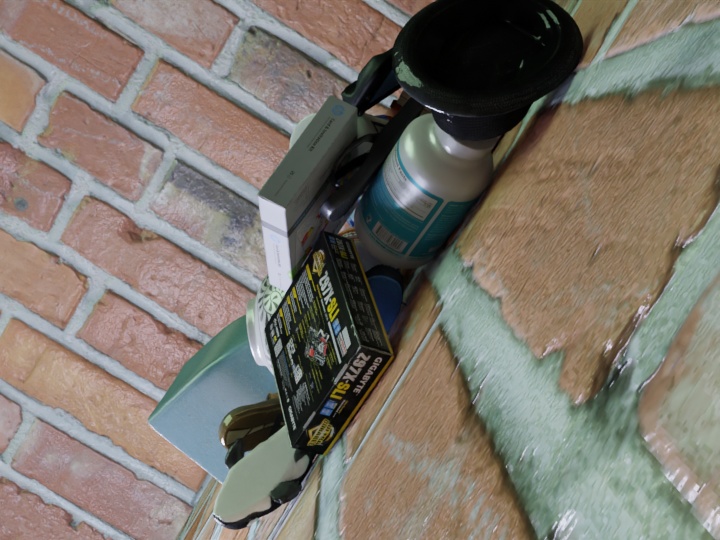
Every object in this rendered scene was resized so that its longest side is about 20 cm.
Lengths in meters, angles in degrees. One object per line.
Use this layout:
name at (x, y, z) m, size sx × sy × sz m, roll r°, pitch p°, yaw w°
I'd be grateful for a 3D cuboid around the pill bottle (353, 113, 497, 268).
pill bottle at (0.077, -0.098, 1.288) m, size 0.200 × 0.110 × 0.111 m, roll -54°, pitch 6°, yaw 47°

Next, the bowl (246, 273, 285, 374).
bowl at (-0.095, 0.074, 1.518) m, size 0.201 × 0.094 × 0.202 m, roll -9°, pitch -90°, yaw -85°

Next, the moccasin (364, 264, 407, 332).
moccasin at (-0.004, 0.052, 1.389) m, size 0.200 × 0.080 × 0.068 m, roll -55°, pitch 9°, yaw 44°

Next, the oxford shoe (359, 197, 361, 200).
oxford shoe at (0.014, -0.041, 1.727) m, size 0.075 × 0.058 × 0.201 m, roll -12°, pitch -60°, yaw -51°

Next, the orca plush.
orca plush at (-0.097, 0.228, 1.356) m, size 0.071 × 0.105 × 0.201 m, roll 75°, pitch -147°, yaw -49°

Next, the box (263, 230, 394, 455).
box at (-0.041, 0.079, 1.293) m, size 0.160 × 0.049 × 0.201 m, roll -56°, pitch 32°, yaw 27°

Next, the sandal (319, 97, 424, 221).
sandal at (0.004, -0.129, 1.321) m, size 0.200 × 0.043 × 0.076 m, roll -54°, pitch -1°, yaw -35°

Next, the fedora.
fedora at (0.128, -0.200, 1.178) m, size 0.092 × 0.199 × 0.201 m, roll 86°, pitch -154°, yaw -50°

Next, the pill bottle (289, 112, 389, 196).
pill bottle at (-0.010, -0.155, 1.528) m, size 0.111 × 0.111 × 0.200 m, roll -58°, pitch -22°, yaw 14°

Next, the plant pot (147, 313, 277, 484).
plant pot at (-0.149, 0.171, 1.669) m, size 0.200 × 0.196 × 0.196 m, roll -47°, pitch 8°, yaw 22°

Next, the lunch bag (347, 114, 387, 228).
lunch bag at (0.066, -0.157, 1.862) m, size 0.199 × 0.128 × 0.170 m, roll -17°, pitch -31°, yaw -49°

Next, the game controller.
game controller at (0.043, -0.255, 1.475) m, size 0.104 × 0.042 × 0.200 m, roll -42°, pitch 1°, yaw 37°

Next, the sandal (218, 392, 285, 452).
sandal at (-0.114, 0.185, 1.432) m, size 0.200 × 0.054 × 0.081 m, roll 10°, pitch -70°, yaw -57°

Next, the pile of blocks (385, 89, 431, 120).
pile of blocks at (0.077, -0.239, 1.460) m, size 0.082 × 0.062 × 0.200 m, roll -63°, pitch 4°, yaw -27°

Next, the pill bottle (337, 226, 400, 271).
pill bottle at (0.000, 0.000, 1.550) m, size 0.110 × 0.109 × 0.200 m, roll -58°, pitch 4°, yaw 11°

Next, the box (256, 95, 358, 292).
box at (-0.057, -0.082, 1.344) m, size 0.156 × 0.041 × 0.200 m, roll -56°, pitch -15°, yaw -26°

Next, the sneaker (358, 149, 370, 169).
sneaker at (0.061, -0.098, 1.444) m, size 0.200 × 0.075 × 0.079 m, roll 15°, pitch -89°, yaw -55°
